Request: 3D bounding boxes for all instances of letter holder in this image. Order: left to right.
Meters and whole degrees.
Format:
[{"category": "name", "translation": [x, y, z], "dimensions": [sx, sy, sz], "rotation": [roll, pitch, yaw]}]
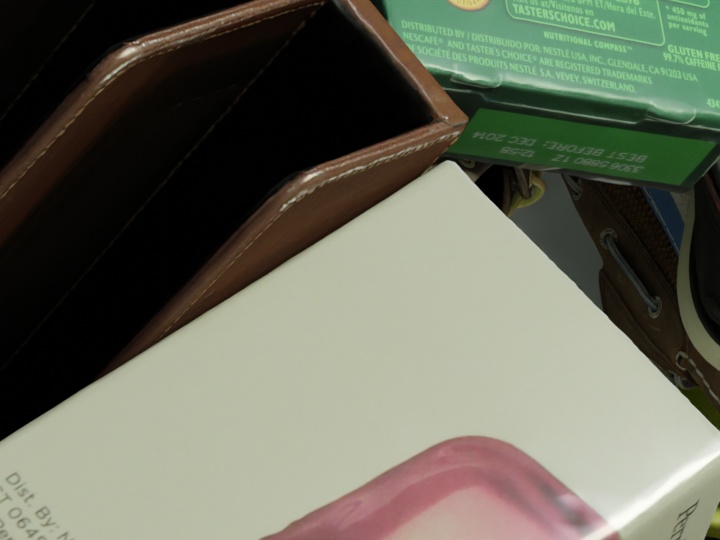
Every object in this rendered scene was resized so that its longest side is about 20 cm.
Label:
[{"category": "letter holder", "translation": [-0.095, 0.003, 0.678], "dimensions": [0.101, 0.200, 0.142], "rotation": [50, 34, 9]}]

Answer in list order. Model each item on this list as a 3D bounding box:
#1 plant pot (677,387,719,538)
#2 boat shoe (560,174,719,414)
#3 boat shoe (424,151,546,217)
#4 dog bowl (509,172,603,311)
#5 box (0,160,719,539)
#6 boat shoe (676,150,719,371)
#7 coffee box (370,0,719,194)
[{"category": "plant pot", "translation": [0.178, -0.003, 1.018], "dimensions": [0.198, 0.181, 0.201], "rotation": [13, 47, -42]}, {"category": "boat shoe", "translation": [0.119, 0.002, 0.891], "dimensions": [0.072, 0.072, 0.201], "rotation": [-4, 58, -30]}, {"category": "boat shoe", "translation": [0.020, -0.031, 0.822], "dimensions": [0.060, 0.072, 0.200], "rotation": [47, 38, 4]}, {"category": "dog bowl", "translation": [0.000, 0.000, 0.904], "dimensions": [0.199, 0.079, 0.201], "rotation": [29, 38, -26]}, {"category": "box", "translation": [-0.024, 0.089, 0.659], "dimensions": [0.199, 0.128, 0.109], "rotation": [-32, 65, -27]}, {"category": "boat shoe", "translation": [0.132, -0.060, 0.853], "dimensions": [0.073, 0.063, 0.202], "rotation": [10, 50, -10]}, {"category": "coffee box", "translation": [0.043, -0.124, 0.817], "dimensions": [0.122, 0.044, 0.201], "rotation": [7, 58, -25]}]
